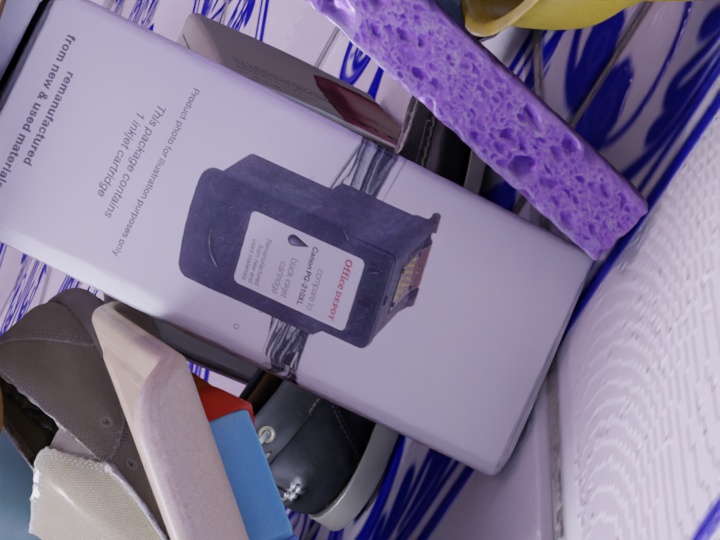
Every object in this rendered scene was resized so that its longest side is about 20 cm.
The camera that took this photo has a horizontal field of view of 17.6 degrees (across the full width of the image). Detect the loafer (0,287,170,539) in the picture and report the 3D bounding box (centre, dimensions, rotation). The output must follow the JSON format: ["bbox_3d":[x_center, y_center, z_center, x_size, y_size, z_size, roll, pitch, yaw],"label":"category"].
[{"bbox_3d":[-0.104,0.099,0.974,0.200,0.068,0.076,56,154,28],"label":"loafer"}]

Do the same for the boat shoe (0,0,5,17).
[{"bbox_3d":[-0.158,-0.044,0.707,0.071,0.064,0.200,26,107,49],"label":"boat shoe"}]

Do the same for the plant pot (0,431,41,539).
[{"bbox_3d":[-0.173,0.152,1.154,0.201,0.161,0.201,-61,13,24],"label":"plant pot"}]

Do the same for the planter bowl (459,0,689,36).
[{"bbox_3d":[0.111,-0.145,0.690,0.201,0.083,0.200,-60,13,24],"label":"planter bowl"}]

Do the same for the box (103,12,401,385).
[{"bbox_3d":[-0.052,-0.033,1.105,0.128,0.109,0.200,-65,12,9],"label":"box"}]

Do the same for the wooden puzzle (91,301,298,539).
[{"bbox_3d":[-0.038,0.103,0.764,0.200,0.037,0.185,-148,38,-79],"label":"wooden puzzle"}]

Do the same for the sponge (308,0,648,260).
[{"bbox_3d":[0.006,-0.086,0.757,0.030,0.200,0.112,-47,16,5],"label":"sponge"}]

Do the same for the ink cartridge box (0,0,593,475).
[{"bbox_3d":[-0.037,-0.015,0.807,0.084,0.200,0.145,-64,12,-1],"label":"ink cartridge box"}]

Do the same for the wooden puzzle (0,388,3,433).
[{"bbox_3d":[-0.187,0.000,0.915,0.200,0.046,0.185,60,-161,-74],"label":"wooden puzzle"}]

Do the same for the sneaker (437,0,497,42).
[{"bbox_3d":[0.051,-0.151,0.928,0.079,0.078,0.200,-48,-4,-47],"label":"sneaker"}]

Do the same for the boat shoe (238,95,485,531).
[{"bbox_3d":[0.000,0.000,0.933,0.200,0.068,0.072,-68,11,-15],"label":"boat shoe"}]

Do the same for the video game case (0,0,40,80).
[{"bbox_3d":[-0.132,-0.093,0.827,0.182,0.022,0.200,-58,14,30],"label":"video game case"}]
